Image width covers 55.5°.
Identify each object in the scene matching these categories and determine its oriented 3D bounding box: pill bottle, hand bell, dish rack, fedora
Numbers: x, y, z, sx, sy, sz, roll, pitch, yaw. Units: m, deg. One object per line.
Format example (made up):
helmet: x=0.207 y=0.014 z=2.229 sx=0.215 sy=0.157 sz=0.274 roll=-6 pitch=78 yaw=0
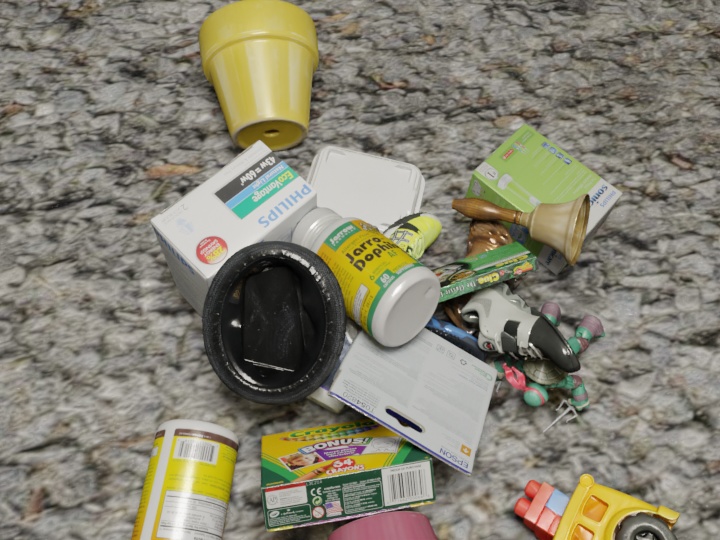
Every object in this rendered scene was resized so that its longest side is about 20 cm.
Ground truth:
pill bottle: x=-0.219 y=0.296 z=0.846 sx=0.107 sy=0.110 sz=0.203 roll=6 pitch=61 yaw=0
pill bottle: x=0.000 y=0.000 z=0.901 sx=0.112 sy=0.114 sz=0.199 roll=-37 pitch=53 yaw=-20
hand bell: x=0.229 y=-0.079 z=1.019 sx=0.198 sy=0.105 sz=0.105 roll=14 pitch=60 yaw=26
dish rack: x=0.002 y=-0.127 z=1.126 sx=0.197 sy=0.044 sz=0.174 roll=14 pitch=61 yaw=3
fedora: x=-0.105 y=0.064 z=0.877 sx=0.197 sy=0.092 sz=0.204 roll=0 pitch=92 yaw=1

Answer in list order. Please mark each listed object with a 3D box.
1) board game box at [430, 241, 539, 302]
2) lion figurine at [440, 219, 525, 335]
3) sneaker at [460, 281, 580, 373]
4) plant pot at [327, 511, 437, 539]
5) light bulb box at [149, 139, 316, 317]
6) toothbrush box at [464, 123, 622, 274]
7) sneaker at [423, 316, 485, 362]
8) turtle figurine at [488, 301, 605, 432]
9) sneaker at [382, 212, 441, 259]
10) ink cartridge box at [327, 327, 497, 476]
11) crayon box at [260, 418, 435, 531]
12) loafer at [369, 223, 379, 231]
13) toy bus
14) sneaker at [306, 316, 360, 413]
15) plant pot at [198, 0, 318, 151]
board game box: x=0.144 y=0.008 z=0.971 sx=0.197 sy=0.105 sz=0.024 roll=-18 pitch=102 yaw=4
lion figurine: x=0.175 y=0.003 z=1.048 sx=0.122 sy=0.073 sz=0.200 roll=41 pitch=66 yaw=14
sneaker: x=0.208 y=0.090 z=0.918 sx=0.088 sy=0.074 sz=0.200 roll=-39 pitch=37 yaw=-5
plant pot: x=0.037 y=0.383 z=0.770 sx=0.197 sy=0.201 sz=0.181 roll=-9 pitch=54 yaw=-8
light bulb box: x=-0.169 y=-0.038 z=0.978 sx=0.125 sy=0.201 sz=0.198 roll=41 pitch=66 yaw=18
toothbrush box: x=0.292 y=-0.118 z=1.113 sx=0.199 sy=0.086 sz=0.145 roll=40 pitch=67 yaw=18
sneaker: x=0.091 y=0.079 z=0.998 sx=0.197 sy=0.067 sz=0.079 roll=16 pitch=39 yaw=17
turtle figurine: x=0.266 y=0.139 z=0.971 sx=0.149 sy=0.101 sz=0.201 roll=30 pitch=58 yaw=13
sneaker: x=0.058 y=-0.021 z=1.034 sx=0.199 sy=0.076 sz=0.076 roll=-33 pitch=42 yaw=-28
ink cartridge box: x=0.069 y=0.152 z=0.878 sx=0.198 sy=0.041 sz=0.200 roll=30 pitch=36 yaw=3
crayon box: x=-0.023 y=0.243 z=0.852 sx=0.197 sy=0.173 sz=0.059 roll=-7 pitch=98 yaw=-8
loafer: x=-0.053 y=-0.005 z=1.042 sx=0.063 sy=0.072 sz=0.200 roll=32 pitch=70 yaw=27
toy bus: x=0.270 y=0.355 z=0.839 sx=0.190 sy=0.136 sz=0.201 roll=24 pitch=65 yaw=25
sneaker: x=-0.074 y=0.092 z=0.970 sx=0.198 sy=0.081 sz=0.148 roll=30 pitch=74 yaw=6
plant pot: x=-0.161 y=-0.310 z=1.143 sx=0.197 sy=0.201 sz=0.192 roll=-7 pitch=78 yaw=-7
